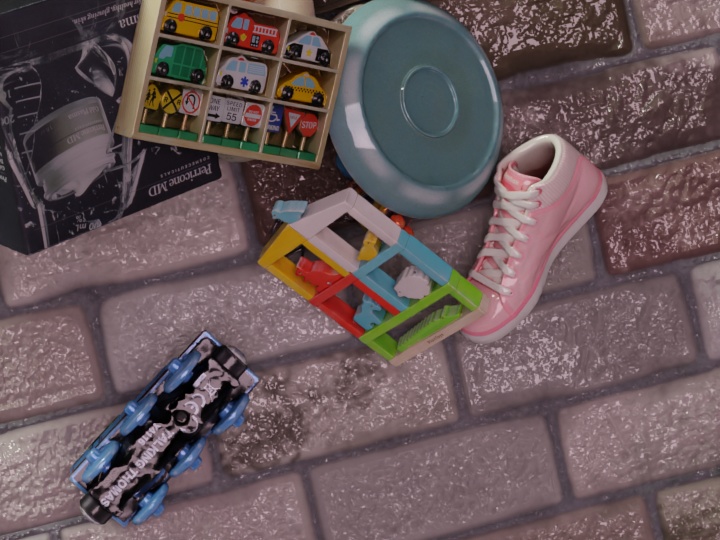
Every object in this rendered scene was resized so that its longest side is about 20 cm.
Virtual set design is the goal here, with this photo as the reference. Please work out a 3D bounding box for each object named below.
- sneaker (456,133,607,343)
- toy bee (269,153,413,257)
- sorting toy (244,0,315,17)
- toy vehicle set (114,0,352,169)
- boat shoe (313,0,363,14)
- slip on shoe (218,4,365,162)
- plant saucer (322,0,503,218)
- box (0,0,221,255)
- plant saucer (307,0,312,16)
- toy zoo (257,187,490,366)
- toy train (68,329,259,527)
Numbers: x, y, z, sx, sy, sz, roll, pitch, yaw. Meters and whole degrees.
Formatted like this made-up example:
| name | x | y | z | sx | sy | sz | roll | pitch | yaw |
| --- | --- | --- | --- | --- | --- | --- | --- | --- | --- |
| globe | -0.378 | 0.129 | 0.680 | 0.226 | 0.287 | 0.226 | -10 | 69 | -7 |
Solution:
| name | x | y | z | sx | sy | sz | roll | pitch | yaw |
| --- | --- | --- | --- | --- | --- | --- | --- | --- | --- |
| sneaker | 0.136 | -0.036 | 1.758 | 0.200 | 0.075 | 0.105 | -53 | 139 | -7 |
| toy bee | 0.029 | -0.070 | 1.747 | 0.131 | 0.109 | 0.200 | 20 | 100 | -45 |
| sorting toy | -0.138 | -0.206 | 1.695 | 0.200 | 0.036 | 0.185 | -9 | 86 | 15 |
| toy vehicle set | -0.101 | -0.156 | 1.586 | 0.200 | 0.027 | 0.124 | 6 | 99 | -43 |
| boat shoe | -0.011 | -0.269 | 1.753 | 0.200 | 0.068 | 0.072 | -1 | 100 | 15 |
| slip on shoe | -0.052 | -0.166 | 1.759 | 0.200 | 0.061 | 0.074 | -38 | 86 | 10 |
| plant saucer | 0.055 | -0.146 | 1.709 | 0.200 | 0.027 | 0.200 | 7 | 79 | -36 |
| box | -0.235 | -0.145 | 1.572 | 0.200 | 0.124 | 0.197 | -25 | 121 | -35 |
| plant saucer | -0.134 | -0.224 | 1.732 | 0.200 | 0.037 | 0.201 | -1 | 87 | 15 |
| toy zoo | 0.000 | 0.000 | 1.729 | 0.200 | 0.131 | 0.020 | 37 | 46 | -19 |
| toy train | -0.176 | 0.141 | 1.735 | 0.087 | 0.114 | 0.200 | 42 | 89 | -10 |
